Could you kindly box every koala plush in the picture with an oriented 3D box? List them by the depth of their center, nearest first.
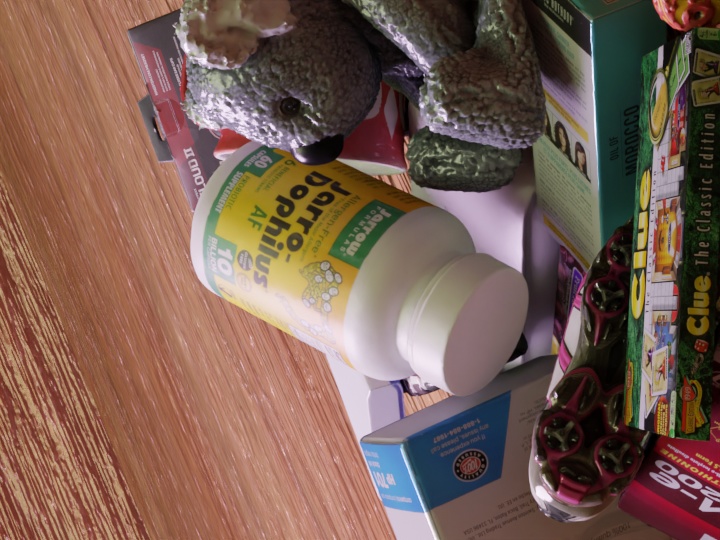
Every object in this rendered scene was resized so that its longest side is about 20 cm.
[{"bbox_3d":[-0.012,-0.132,1.085,0.177,0.200,0.184,98,161,-80],"label":"koala plush"}]

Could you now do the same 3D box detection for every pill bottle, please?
[{"bbox_3d":[0.000,0.000,1.143,0.200,0.113,0.113,27,138,33],"label":"pill bottle"}]

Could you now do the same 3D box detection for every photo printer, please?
[{"bbox_3d":[0.094,-0.037,1.251,0.166,0.069,0.200,50,153,43],"label":"photo printer"}]

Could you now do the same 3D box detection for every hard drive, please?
[{"bbox_3d":[-0.009,0.045,1.306,0.132,0.025,0.200,84,168,-50],"label":"hard drive"}]

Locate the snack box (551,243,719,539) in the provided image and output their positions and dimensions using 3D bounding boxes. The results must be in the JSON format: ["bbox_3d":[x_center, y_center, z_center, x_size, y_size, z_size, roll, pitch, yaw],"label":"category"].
[{"bbox_3d":[0.178,0.089,1.178,0.142,0.053,0.200,51,154,40],"label":"snack box"}]

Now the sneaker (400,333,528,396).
[{"bbox_3d":[0.040,0.021,1.242,0.116,0.076,0.200,70,161,0],"label":"sneaker"}]

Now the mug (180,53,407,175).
[{"bbox_3d":[-0.048,-0.173,1.284,0.133,0.177,0.200,13,-98,-80],"label":"mug"}]

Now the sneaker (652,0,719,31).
[{"bbox_3d":[0.168,-0.216,0.904,0.077,0.073,0.200,-119,25,-62],"label":"sneaker"}]

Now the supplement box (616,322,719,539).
[{"bbox_3d":[0.218,0.090,0.989,0.109,0.061,0.200,27,150,8],"label":"supplement box"}]

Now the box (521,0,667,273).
[{"bbox_3d":[0.136,-0.089,1.064,0.082,0.049,0.200,53,160,44],"label":"box"}]

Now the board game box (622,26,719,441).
[{"bbox_3d":[0.159,-0.017,0.941,0.105,0.023,0.200,144,129,-86],"label":"board game box"}]

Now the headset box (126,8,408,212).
[{"bbox_3d":[-0.073,-0.139,1.394,0.075,0.200,0.149,-22,-88,-79],"label":"headset box"}]

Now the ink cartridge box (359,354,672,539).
[{"bbox_3d":[0.107,0.169,1.144,0.086,0.146,0.200,-8,103,69],"label":"ink cartridge box"}]

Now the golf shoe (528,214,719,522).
[{"bbox_3d":[0.145,0.048,1.050,0.073,0.200,0.092,27,161,7],"label":"golf shoe"}]
